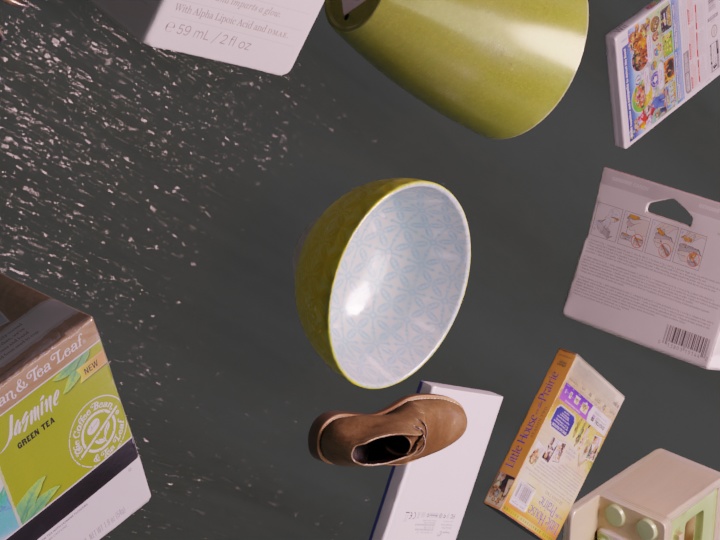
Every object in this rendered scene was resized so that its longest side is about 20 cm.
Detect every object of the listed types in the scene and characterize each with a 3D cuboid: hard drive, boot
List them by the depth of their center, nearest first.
[{"bbox_3d":[0.046,0.171,1.968,0.200,0.075,0.074,-6,104,-42],"label":"boot"},{"bbox_3d":[0.078,0.221,2.088,0.132,0.025,0.201,12,97,-51],"label":"hard drive"}]

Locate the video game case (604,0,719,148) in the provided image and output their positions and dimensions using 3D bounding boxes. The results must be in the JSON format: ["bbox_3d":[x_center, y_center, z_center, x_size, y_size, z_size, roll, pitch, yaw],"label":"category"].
[{"bbox_3d":[0.346,-0.245,2.197,0.200,0.018,0.144,-37,132,-34],"label":"video game case"}]

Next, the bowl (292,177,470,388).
[{"bbox_3d":[0.000,0.000,1.828,0.200,0.108,0.201,-25,124,-42],"label":"bowl"}]

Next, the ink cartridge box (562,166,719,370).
[{"bbox_3d":[0.334,-0.004,2.146,0.045,0.200,0.177,6,102,-51],"label":"ink cartridge box"}]

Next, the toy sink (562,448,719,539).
[{"bbox_3d":[0.351,0.328,2.389,0.200,0.112,0.131,-24,123,-42],"label":"toy sink"}]

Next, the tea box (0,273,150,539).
[{"bbox_3d":[-0.297,0.144,1.523,0.200,0.133,0.197,-40,133,-31],"label":"tea box"}]

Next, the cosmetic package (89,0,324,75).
[{"bbox_3d":[-0.114,-0.283,1.484,0.165,0.165,0.200,5,118,-50],"label":"cosmetic package"}]

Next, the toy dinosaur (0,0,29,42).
[{"bbox_3d":[-0.266,-0.218,1.393,0.200,0.135,0.086,-27,126,-41],"label":"toy dinosaur"}]

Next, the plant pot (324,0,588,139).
[{"bbox_3d":[0.071,-0.234,1.773,0.200,0.187,0.188,14,96,-36],"label":"plant pot"}]

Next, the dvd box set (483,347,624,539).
[{"bbox_3d":[0.226,0.206,2.251,0.146,0.029,0.200,37,77,-51],"label":"dvd box set"}]
